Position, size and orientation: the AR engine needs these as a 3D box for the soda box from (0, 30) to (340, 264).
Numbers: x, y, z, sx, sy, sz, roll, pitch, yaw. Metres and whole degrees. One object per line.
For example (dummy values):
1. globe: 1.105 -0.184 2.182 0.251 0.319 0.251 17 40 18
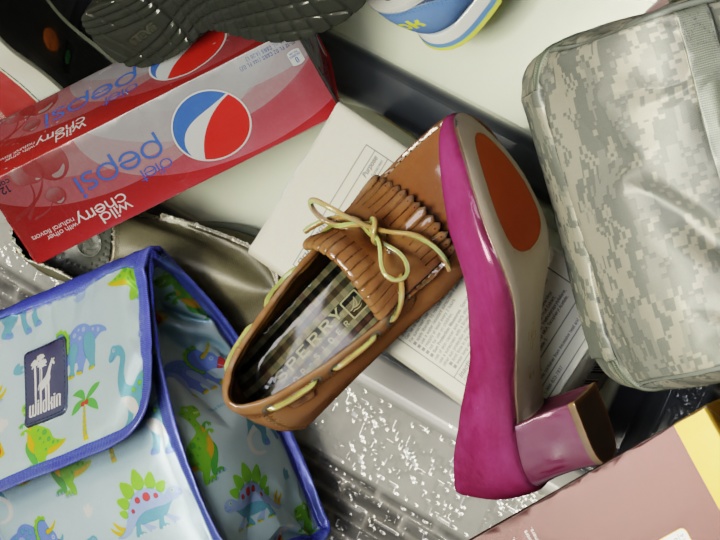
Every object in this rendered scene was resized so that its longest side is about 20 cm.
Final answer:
1. soda box: -0.113 -0.084 1.580 0.199 0.070 0.064 -26 121 9

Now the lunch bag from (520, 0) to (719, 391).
1. lunch bag: 0.172 -0.038 1.389 0.139 0.168 0.201 -14 89 -3

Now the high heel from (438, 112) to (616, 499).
1. high heel: 0.056 0.022 1.447 0.096 0.067 0.201 -18 91 32

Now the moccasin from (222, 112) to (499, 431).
1. moccasin: -0.001 -0.001 1.478 0.201 0.078 0.074 -44 73 9

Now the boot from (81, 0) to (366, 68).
1. boot: -0.062 -0.190 1.541 0.199 0.131 0.068 -7 136 40

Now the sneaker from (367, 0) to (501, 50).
1. sneaker: 0.065 -0.212 1.499 0.200 0.082 0.074 -58 36 18

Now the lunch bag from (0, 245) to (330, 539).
1. lunch bag: -0.141 0.101 1.613 0.170 0.127 0.201 -22 91 34

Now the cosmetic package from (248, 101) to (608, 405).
1. cosmetic package: 0.050 0.003 1.540 0.200 0.071 0.105 37 100 19

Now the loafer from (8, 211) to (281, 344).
1. loafer: -0.123 0.002 1.637 0.199 0.070 0.076 14 102 25

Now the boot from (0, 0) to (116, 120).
1. boot: -0.246 -0.129 1.633 0.144 0.200 0.073 -14 45 29

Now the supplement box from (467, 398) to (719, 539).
1. supplement box: 0.162 0.158 1.437 0.200 0.197 0.133 -32 81 26

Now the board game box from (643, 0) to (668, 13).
1. board game box: 0.228 -0.139 1.470 0.200 0.019 0.103 -43 75 25
